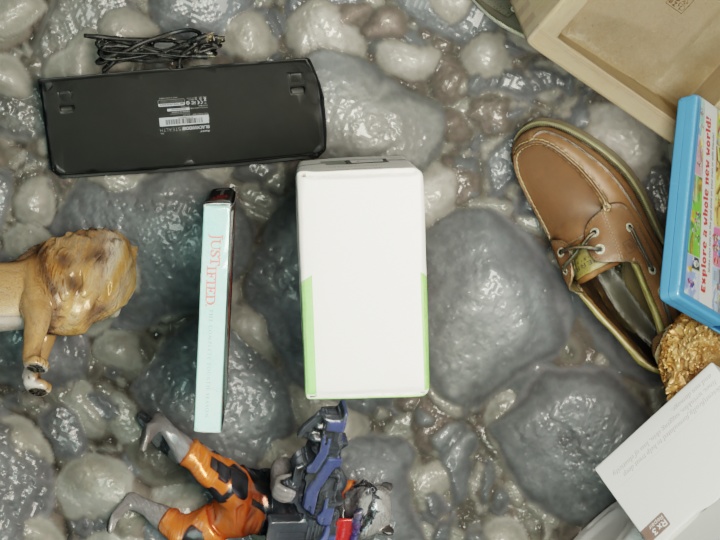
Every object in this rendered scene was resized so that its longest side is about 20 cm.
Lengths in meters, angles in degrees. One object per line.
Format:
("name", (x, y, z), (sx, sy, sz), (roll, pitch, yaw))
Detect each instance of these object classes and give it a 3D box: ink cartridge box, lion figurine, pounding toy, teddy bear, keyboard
("ink cartridge box", (0.000, 0.000, 1.436), (0.083, 0.200, 0.147), (-2, 95, -1))
("lion figurine", (-0.257, 0.021, 1.484), (0.198, 0.073, 0.123), (4, 61, 2))
("pounding toy", (0.195, -0.225, 1.424), (0.199, 0.143, 0.184), (31, 114, -26))
("teddy bear", (0.265, 0.076, 1.493), (0.199, 0.067, 0.146), (4, 119, -41))
("keyboard", (-0.125, -0.124, 1.506), (0.198, 0.040, 0.105), (-4, 113, -1))

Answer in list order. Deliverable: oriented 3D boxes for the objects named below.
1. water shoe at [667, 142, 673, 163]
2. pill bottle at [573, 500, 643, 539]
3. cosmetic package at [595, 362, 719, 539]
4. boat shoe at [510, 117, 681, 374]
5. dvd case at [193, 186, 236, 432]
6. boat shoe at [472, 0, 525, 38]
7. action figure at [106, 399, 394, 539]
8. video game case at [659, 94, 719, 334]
("water shoe", (0.317, -0.107, 1.512), (0.198, 0.072, 0.080), (-3, 93, -4))
("pill bottle", (0.234, 0.263, 1.517), (0.112, 0.112, 0.200), (-45, 96, 1))
("cosmetic package", (0.258, 0.150, 1.439), (0.113, 0.200, 0.081), (-42, 52, 11))
("boat shoe", (0.172, -0.017, 1.498), (0.200, 0.068, 0.072), (49, 132, -5))
("dvd case", (-0.097, 0.021, 1.431), (0.022, 0.200, 0.147), (3, 95, -4))
("boat shoe", (0.096, -0.222, 1.492), (0.201, 0.060, 0.072), (36, 90, -7))
("action figure", (-0.064, 0.141, 1.492), (0.192, 0.105, 0.201), (15, 124, -10))
("video game case", (0.272, -0.013, 1.436), (0.199, 0.018, 0.144), (27, 63, -40))
